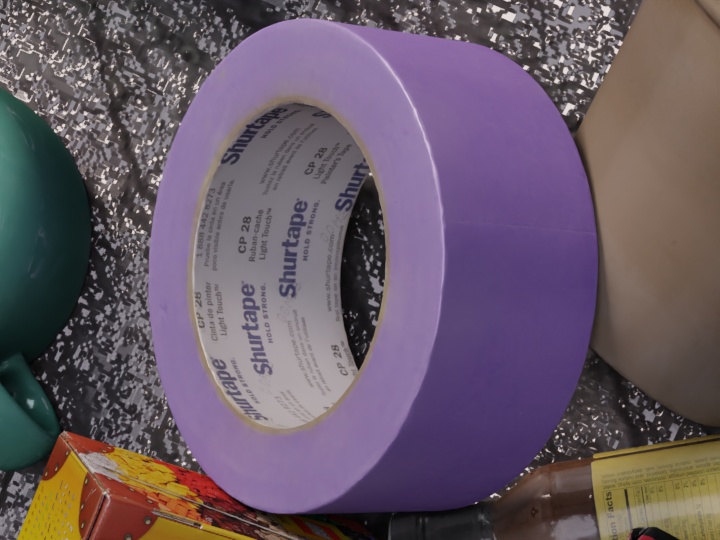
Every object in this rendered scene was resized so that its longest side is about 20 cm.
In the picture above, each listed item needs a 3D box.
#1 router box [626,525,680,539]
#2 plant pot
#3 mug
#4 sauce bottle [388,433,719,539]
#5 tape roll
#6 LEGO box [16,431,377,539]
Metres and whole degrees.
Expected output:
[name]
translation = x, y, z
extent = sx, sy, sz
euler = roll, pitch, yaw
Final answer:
[router box]
translation = 0.148, 0.202, 0.787
extent = 0.199, 0.062, 0.150
euler = 27, 96, 12
[plant pot]
translation = 0.165, -0.038, 0.927
extent = 0.200, 0.200, 0.174
euler = 46, 110, 12
[mug]
translation = -0.196, -0.015, 1.013
extent = 0.184, 0.114, 0.153
euler = 28, 88, 13
[sauce bottle]
translation = 0.113, 0.108, 0.968
extent = 0.199, 0.065, 0.065
euler = -10, 81, 11
[tape roll]
translation = 0.000, 0.000, 0.936
extent = 0.200, 0.085, 0.201
euler = -7, 81, 51
[LEGO box]
translation = -0.086, 0.188, 0.938
extent = 0.148, 0.077, 0.201
euler = 21, 95, -25
